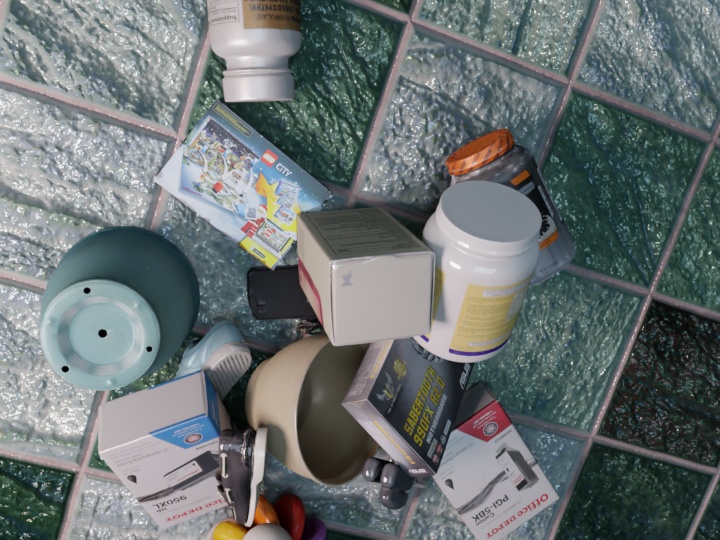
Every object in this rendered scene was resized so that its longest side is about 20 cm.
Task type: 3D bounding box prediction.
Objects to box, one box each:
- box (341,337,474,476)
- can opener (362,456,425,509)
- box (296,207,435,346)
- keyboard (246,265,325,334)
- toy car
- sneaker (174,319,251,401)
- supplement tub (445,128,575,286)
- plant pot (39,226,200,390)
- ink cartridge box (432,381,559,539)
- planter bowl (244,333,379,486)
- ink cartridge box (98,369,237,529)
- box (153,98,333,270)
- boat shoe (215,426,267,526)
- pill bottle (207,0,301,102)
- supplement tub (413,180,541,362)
[{"bbox_3d":[0.073,0.154,0.966,0.048,0.200,0.158,-19,120,40],"label":"box"},{"bbox_3d":[0.047,0.311,1.004,0.053,0.200,0.067,13,76,21],"label":"can opener"},{"bbox_3d":[0.000,0.000,0.891,0.128,0.200,0.109,-6,112,-14],"label":"box"},{"bbox_3d":[-0.062,0.045,1.010,0.200,0.040,0.104,-2,80,-8],"label":"keyboard"},{"bbox_3d":[-0.117,0.411,1.025,0.200,0.175,0.150,54,54,-15],"label":"toy car"},{"bbox_3d":[-0.228,0.148,0.989,0.200,0.082,0.074,-42,139,19],"label":"sneaker"},{"bbox_3d":[0.204,-0.085,0.971,0.122,0.123,0.200,-31,105,-1],"label":"supplement tub"},{"bbox_3d":[-0.311,0.058,0.886,0.200,0.188,0.201,-2,103,-9],"label":"plant pot"},{"bbox_3d":[0.187,0.298,1.070,0.147,0.083,0.200,-35,104,-1],"label":"ink cartridge box"},{"bbox_3d":[-0.071,0.181,0.957,0.135,0.200,0.201,0,107,36],"label":"planter bowl"},{"bbox_3d":[-0.243,0.246,0.950,0.144,0.084,0.200,-19,132,-3],"label":"ink cartridge box"},{"bbox_3d":[-0.156,-0.114,0.951,0.200,0.038,0.137,38,94,-14],"label":"box"},{"bbox_3d":[-0.156,0.265,0.898,0.060,0.074,0.200,7,139,-6],"label":"boat shoe"},{"bbox_3d":[-0.132,-0.314,0.873,0.114,0.114,0.200,-4,103,-8],"label":"pill bottle"},{"bbox_3d":[0.142,0.003,0.889,0.145,0.146,0.200,1,132,-9],"label":"supplement tub"}]
